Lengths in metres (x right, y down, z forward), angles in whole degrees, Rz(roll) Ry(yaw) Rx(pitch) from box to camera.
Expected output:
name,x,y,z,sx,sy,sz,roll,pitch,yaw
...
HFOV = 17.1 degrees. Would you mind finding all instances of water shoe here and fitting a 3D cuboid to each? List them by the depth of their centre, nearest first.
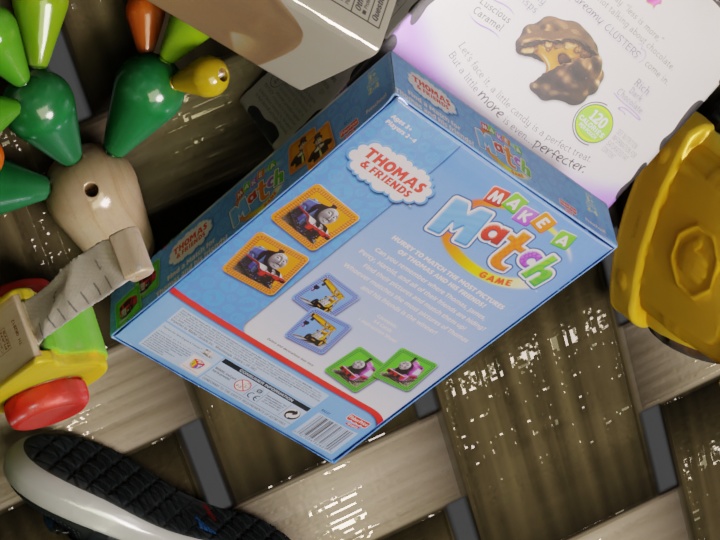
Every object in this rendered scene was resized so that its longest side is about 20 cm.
name,x,y,z,sx,sy,sz,roll,pitch,yaw
water shoe,-0.111,0.154,1.243,0.199,0.072,0.079,29,104,-33

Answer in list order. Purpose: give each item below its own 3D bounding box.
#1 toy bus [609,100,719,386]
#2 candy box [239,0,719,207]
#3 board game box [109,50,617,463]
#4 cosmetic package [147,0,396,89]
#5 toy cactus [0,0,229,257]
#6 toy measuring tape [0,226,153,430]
name,x,y,z,sx,sy,sz,roll,pitch,yaw
toy bus,0.261,0.006,1.257,0.199,0.192,0.136,4,113,-27
candy box,0.070,-0.099,1.186,0.200,0.072,0.168,-48,124,7
board game box,0.000,0.000,1.153,0.151,0.037,0.200,32,124,-32
cosmetic package,-0.074,-0.174,1.041,0.199,0.071,0.106,30,65,-24
toy cactus,-0.133,-0.060,1.115,0.200,0.102,0.165,-38,135,-11
toy measuring tape,-0.135,0.025,1.127,0.073,0.074,0.200,19,146,-31
